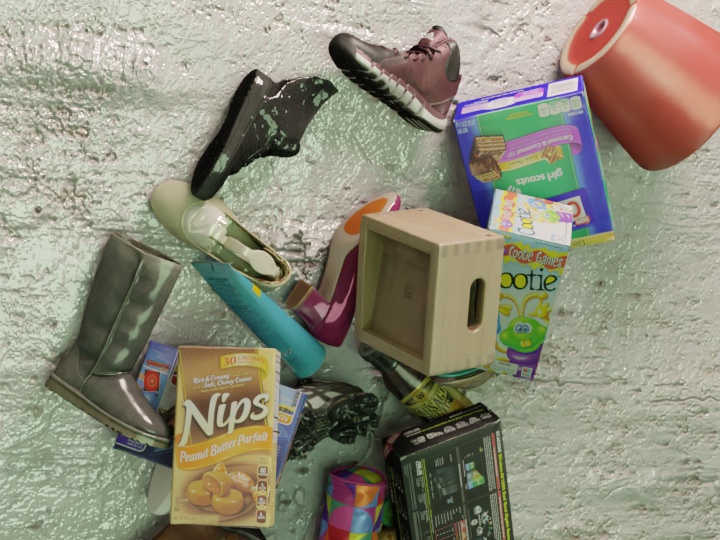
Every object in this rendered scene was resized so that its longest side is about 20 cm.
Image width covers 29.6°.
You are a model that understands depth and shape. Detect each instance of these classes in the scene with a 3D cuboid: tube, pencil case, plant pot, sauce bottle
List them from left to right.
[{"bbox_3d":[-0.121,0.054,1.660,0.200,0.077,0.051,46,56,-32],"label":"tube"},{"bbox_3d":[-0.021,0.356,1.783,0.087,0.088,0.203,7,100,-28],"label":"pencil case"},{"bbox_3d":[0.075,0.152,1.785,0.200,0.066,0.066,40,85,-29],"label":"sauce bottle"},{"bbox_3d":[0.367,-0.261,1.760,0.176,0.200,0.202,34,87,-19],"label":"plant pot"}]

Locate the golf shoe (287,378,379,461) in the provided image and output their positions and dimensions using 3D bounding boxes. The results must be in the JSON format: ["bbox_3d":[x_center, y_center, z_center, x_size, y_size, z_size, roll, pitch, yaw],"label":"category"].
[{"bbox_3d":[-0.077,0.181,1.699,0.198,0.094,0.079,-2,111,-27],"label":"golf shoe"}]

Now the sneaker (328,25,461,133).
[{"bbox_3d":[0.051,-0.263,1.663,0.199,0.075,0.116,34,82,-40],"label":"sneaker"}]

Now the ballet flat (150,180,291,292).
[{"bbox_3d":[-0.159,-0.039,1.614,0.199,0.069,0.070,36,87,-29],"label":"ballet flat"}]

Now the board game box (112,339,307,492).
[{"bbox_3d":[-0.176,0.178,1.608,0.198,0.034,0.137,19,83,5],"label":"board game box"}]

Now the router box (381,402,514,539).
[{"bbox_3d":[0.116,0.290,1.779,0.148,0.062,0.203,-17,115,-19],"label":"router box"}]

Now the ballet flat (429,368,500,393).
[{"bbox_3d":[0.167,0.121,1.803,0.199,0.068,0.068,-29,129,-34],"label":"ballet flat"}]

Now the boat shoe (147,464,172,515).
[{"bbox_3d":[-0.192,0.213,1.671,0.068,0.072,0.202,30,81,-30],"label":"boat shoe"}]

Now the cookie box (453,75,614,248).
[{"bbox_3d":[0.223,-0.126,1.731,0.169,0.075,0.202,-11,113,16],"label":"cookie box"}]

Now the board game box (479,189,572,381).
[{"bbox_3d":[0.194,0.019,1.707,0.102,0.105,0.202,12,122,4],"label":"board game box"}]

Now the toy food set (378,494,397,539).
[{"bbox_3d":[0.101,0.361,1.864,0.198,0.049,0.200,18,95,-29],"label":"toy food set"}]

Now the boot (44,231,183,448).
[{"bbox_3d":[-0.254,0.081,1.567,0.180,0.073,0.202,30,86,5],"label":"boot"}]

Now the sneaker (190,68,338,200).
[{"bbox_3d":[-0.113,-0.155,1.605,0.104,0.060,0.202,31,79,-28],"label":"sneaker"}]

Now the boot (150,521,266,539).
[{"bbox_3d":[-0.211,0.382,1.703,0.199,0.069,0.189,-40,135,-4],"label":"boot"}]

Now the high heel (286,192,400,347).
[{"bbox_3d":[0.000,0.000,1.706,0.096,0.067,0.201,42,81,-34],"label":"high heel"}]

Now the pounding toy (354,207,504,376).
[{"bbox_3d":[0.087,0.037,1.651,0.141,0.183,0.203,-8,109,-34],"label":"pounding toy"}]

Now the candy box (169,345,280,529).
[{"bbox_3d":[-0.153,0.190,1.559,0.114,0.055,0.203,1,83,3],"label":"candy box"}]
